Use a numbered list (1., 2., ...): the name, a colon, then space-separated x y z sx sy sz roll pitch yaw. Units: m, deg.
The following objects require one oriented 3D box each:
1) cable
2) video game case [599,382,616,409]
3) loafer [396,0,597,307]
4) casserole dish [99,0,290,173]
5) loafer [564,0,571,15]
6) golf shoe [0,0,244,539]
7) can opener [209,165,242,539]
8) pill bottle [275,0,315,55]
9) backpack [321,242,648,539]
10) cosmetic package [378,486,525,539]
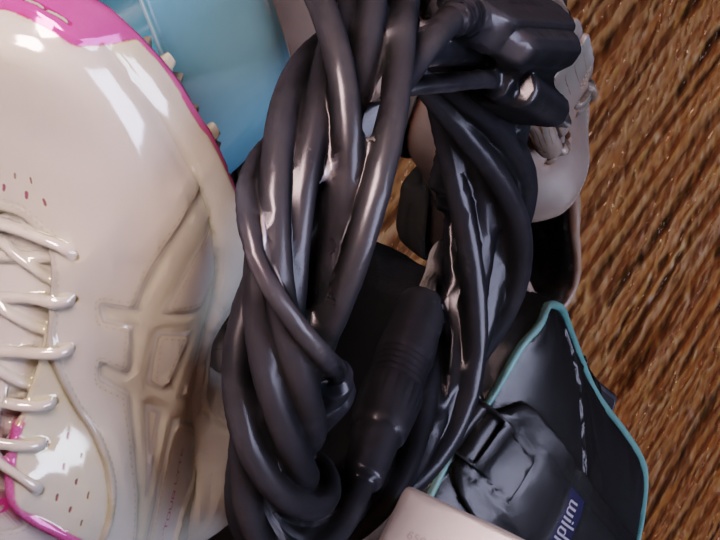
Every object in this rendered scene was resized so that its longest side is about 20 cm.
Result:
1. cable: 0.000 0.000 0.781 0.164 0.051 0.200 -71 165 11
2. video game case: 0.043 0.114 1.258 0.200 0.025 0.181 35 73 -64
3. loafer: 0.052 -0.038 0.957 0.072 0.063 0.200 -47 168 -13
4. casserole dish: -0.066 -0.110 0.756 0.039 0.121 0.201 -26 121 -12
5. loafer: 0.015 -0.098 1.032 0.200 0.073 0.072 -27 119 -64
6. golf shoe: -0.075 0.021 0.744 0.092 0.075 0.201 -51 148 -37
7. can opener: -0.052 0.038 0.917 0.066 0.053 0.201 3 69 -30
8. pill bottle: 0.010 -0.143 0.929 0.200 0.111 0.111 -48 145 -43
9. backpack: 0.012 0.098 1.033 0.200 0.153 0.176 43 67 -53
10. cosmetic package: 0.045 0.146 0.878 0.102 0.071 0.200 -62 157 -10
